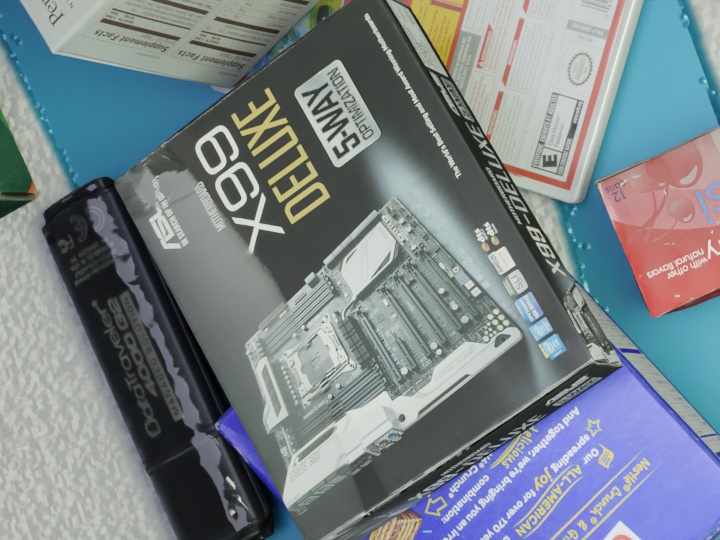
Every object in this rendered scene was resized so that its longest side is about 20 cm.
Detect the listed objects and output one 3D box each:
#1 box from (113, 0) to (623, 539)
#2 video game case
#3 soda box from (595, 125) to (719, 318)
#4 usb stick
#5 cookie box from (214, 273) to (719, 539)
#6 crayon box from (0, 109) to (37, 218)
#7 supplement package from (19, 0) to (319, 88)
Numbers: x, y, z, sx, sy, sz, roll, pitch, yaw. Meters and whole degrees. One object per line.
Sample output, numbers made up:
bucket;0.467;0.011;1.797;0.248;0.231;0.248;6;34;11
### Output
box;0.000;0.000;1.013;0.157;0.050;0.201;-34;73;17
video game case;0.035;-0.129;1.093;0.199;0.017;0.144;19;97;18
soda box;0.211;-0.048;1.007;0.199;0.063;0.070;-24;85;18
usb stick;-0.103;0.051;1.137;0.055;0.033;0.201;-29;82;25
cookie box;0.060;0.088;1.056;0.171;0.075;0.200;-45;76;13
crayon box;-0.267;-0.100;1.182;0.126;0.051;0.201;-26;83;18
supplement package;-0.071;-0.212;1.040;0.200;0.150;0.152;-42;69;21
